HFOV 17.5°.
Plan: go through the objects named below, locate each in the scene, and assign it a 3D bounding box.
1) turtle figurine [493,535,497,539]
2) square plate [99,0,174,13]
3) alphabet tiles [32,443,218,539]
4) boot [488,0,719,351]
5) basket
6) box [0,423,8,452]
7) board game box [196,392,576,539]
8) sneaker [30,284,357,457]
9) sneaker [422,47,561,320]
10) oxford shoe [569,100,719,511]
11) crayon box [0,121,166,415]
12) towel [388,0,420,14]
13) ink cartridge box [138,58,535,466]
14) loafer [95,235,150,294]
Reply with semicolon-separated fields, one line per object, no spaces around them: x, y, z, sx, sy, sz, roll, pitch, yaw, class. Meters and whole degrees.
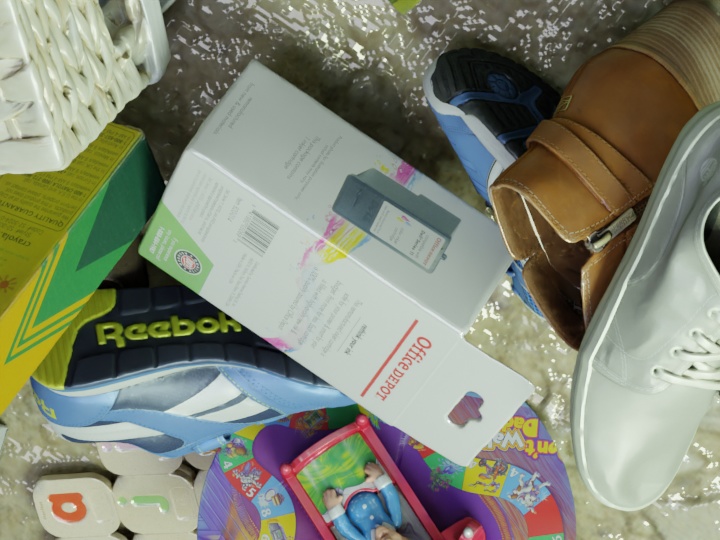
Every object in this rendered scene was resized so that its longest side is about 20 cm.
0.069;0.255;1.272;0.194;0.144;0.200;-32;105;31;turtle figurine
-0.132;-0.222;1.104;0.198;0.028;0.200;43;120;-14;square plate
-0.081;0.160;1.326;0.195;0.015;0.201;-5;119;16;alphabet tiles
0.149;-0.008;1.085;0.200;0.155;0.074;53;147;-11;boot
-0.210;-0.121;1.093;0.199;0.124;0.136;0;124;21;basket
-0.279;0.075;1.223;0.155;0.200;0.041;18;88;2;box
0.013;0.128;1.210;0.199;0.159;0.039;11;165;7;board game box
-0.076;0.052;1.217;0.199;0.074;0.082;0;140;-8;sneaker
0.093;-0.021;1.141;0.077;0.076;0.200;-32;105;36;sneaker
0.145;0.024;1.023;0.075;0.058;0.201;1;119;-34;oxford shoe
-0.201;0.001;1.134;0.127;0.200;0.051;20;149;28;crayon box
-0.023;-0.208;1.063;0.200;0.018;0.086;41;117;-14;towel
0.000;0.000;1.145;0.200;0.067;0.117;35;149;0;ink cartridge box
-0.197;0.020;1.235;0.199;0.073;0.071;-21;112;23;loafer
